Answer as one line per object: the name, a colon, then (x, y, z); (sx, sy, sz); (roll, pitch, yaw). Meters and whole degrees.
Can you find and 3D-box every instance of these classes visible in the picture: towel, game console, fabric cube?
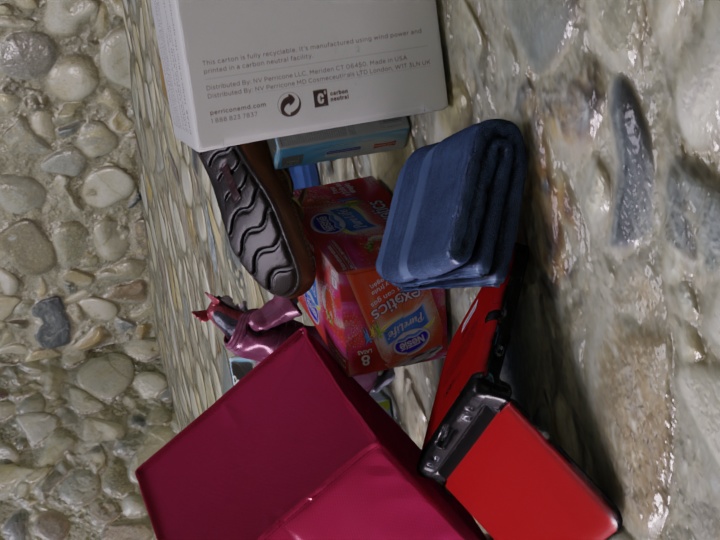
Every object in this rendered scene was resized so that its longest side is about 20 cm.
towel: (0.064, -0.042, 0.955); (0.200, 0.048, 0.112); (168, 116, -77)
game console: (0.118, 0.105, 0.951); (0.200, 0.118, 0.173); (111, 177, -64)
fabric cube: (-0.035, 0.209, 1.111); (0.200, 0.200, 0.196); (50, -179, -30)

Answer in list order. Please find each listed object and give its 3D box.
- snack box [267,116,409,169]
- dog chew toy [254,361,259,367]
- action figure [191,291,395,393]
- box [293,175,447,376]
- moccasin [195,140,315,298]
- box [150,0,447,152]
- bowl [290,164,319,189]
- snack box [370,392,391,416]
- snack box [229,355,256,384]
snack box: (-0.041, -0.189, 1.160); (0.037, 0.116, 0.201); (108, 149, -63)
dog chew toy: (-0.060, 0.140, 1.500); (0.200, 0.124, 0.125); (104, 153, -77)
action figure: (-0.074, 0.079, 1.319); (0.134, 0.199, 0.150); (130, 154, -54)
box: (0.000, 0.000, 1.181); (0.200, 0.095, 0.100); (-127, 29, -61)
moccasin: (-0.084, -0.064, 1.155); (0.074, 0.077, 0.202); (-52, 53, 32)
box: (-0.055, -0.207, 1.025); (0.131, 0.198, 0.201); (-146, 46, -72)
bowl: (-0.087, -0.093, 1.582); (0.201, 0.039, 0.202); (170, 90, -76)
snack box: (-0.062, 0.211, 1.375); (0.053, 0.199, 0.143); (-144, 45, -71)
snack box: (-0.116, 0.199, 1.782); (0.116, 0.037, 0.201); (-25, -73, -65)
